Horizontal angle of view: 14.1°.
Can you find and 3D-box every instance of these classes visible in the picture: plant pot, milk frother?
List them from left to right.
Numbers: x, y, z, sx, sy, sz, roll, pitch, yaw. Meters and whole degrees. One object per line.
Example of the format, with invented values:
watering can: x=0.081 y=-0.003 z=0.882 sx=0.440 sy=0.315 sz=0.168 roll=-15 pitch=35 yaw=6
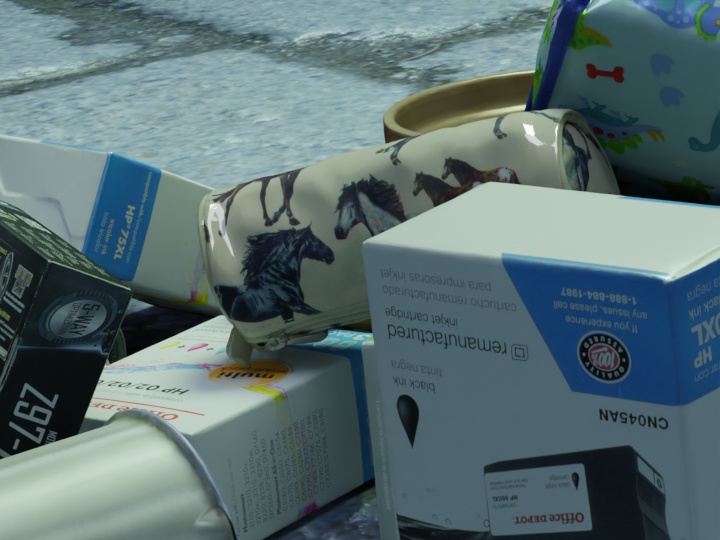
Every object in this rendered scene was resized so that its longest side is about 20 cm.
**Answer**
milk frother: x=-0.175 y=0.090 z=1.148 sx=0.187 sy=0.201 sz=0.180 roll=-16 pitch=14 yaw=-34
plant pot: x=0.115 y=-0.060 z=1.775 sx=0.199 sy=0.093 sz=0.201 roll=-5 pitch=15 yaw=1

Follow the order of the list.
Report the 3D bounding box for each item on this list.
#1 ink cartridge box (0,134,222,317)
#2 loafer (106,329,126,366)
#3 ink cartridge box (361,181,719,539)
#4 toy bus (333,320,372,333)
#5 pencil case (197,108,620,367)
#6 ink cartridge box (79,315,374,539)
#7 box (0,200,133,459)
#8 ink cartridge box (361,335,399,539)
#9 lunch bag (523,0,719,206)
ink cartridge box: x=-0.117 y=-0.018 z=1.674 sx=0.116 sy=0.068 sz=0.199 roll=10 pitch=-7 yaw=44
loafer: x=-0.160 y=0.046 z=1.557 sx=0.069 sy=0.070 sz=0.200 roll=-1 pitch=21 yaw=-8
ink cartridge box: x=0.089 y=0.079 z=1.084 sx=0.144 sy=0.201 sz=0.084 roll=7 pitch=22 yaw=40
toy bus: x=0.000 y=0.000 z=1.532 sx=0.078 sy=0.066 sz=0.200 roll=0 pitch=-6 yaw=27
pencil case: x=0.026 y=-0.016 z=1.356 sx=0.199 sy=0.090 sz=0.078 roll=-13 pitch=-16 yaw=19
ink cartridge box: x=-0.082 y=0.084 z=1.376 sx=0.115 sy=0.068 sz=0.200 roll=5 pitch=19 yaw=36
box: x=-0.182 y=0.055 z=1.351 sx=0.043 sy=0.161 sz=0.200 roll=20 pitch=3 yaw=-25
ink cartridge box: x=0.101 y=0.079 z=1.257 sx=0.199 sy=0.105 sz=0.059 roll=4 pitch=19 yaw=32
lunch bag: x=0.165 y=-0.076 z=1.420 sx=0.169 sy=0.200 sz=0.128 roll=17 pitch=56 yaw=1
